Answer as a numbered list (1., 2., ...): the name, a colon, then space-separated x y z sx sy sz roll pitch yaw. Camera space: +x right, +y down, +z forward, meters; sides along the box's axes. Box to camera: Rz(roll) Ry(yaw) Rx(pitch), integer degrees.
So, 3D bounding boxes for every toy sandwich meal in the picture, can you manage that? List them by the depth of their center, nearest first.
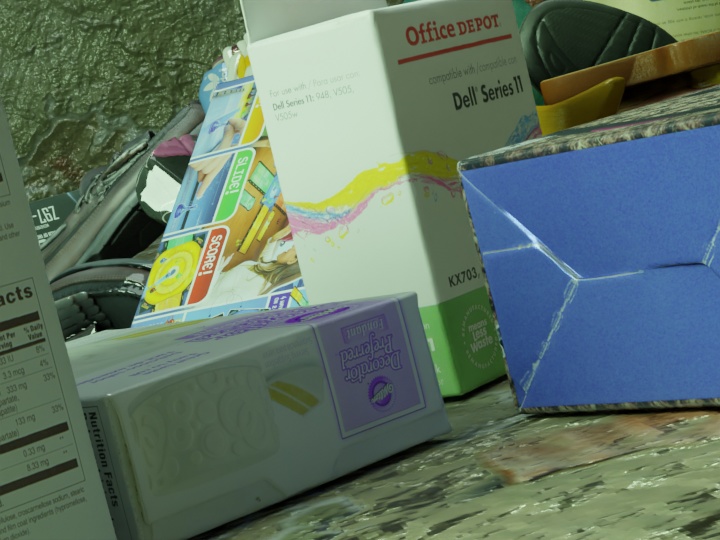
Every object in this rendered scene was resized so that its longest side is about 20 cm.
1. toy sandwich meal: 0.127 -0.083 1.112 0.205 0.070 0.205 -8 7 1

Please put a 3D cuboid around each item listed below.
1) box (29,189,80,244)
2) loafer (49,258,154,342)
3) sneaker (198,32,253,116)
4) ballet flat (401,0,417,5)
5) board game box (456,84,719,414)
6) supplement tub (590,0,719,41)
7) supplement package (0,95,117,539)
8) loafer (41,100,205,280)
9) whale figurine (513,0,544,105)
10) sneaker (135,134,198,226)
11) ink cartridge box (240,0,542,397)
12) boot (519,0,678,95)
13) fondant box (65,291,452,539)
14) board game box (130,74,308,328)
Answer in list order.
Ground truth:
1. box: -0.259 0.018 1.458 0.200 0.044 0.160 -17 -20 -37
2. loafer: -0.178 0.050 1.198 0.200 0.072 0.063 -18 22 34
3. sneaker: -0.041 -0.102 1.169 0.090 0.075 0.200 3 -38 -1
4. ballet flat: 0.034 -0.076 1.210 0.067 0.200 0.070 -30 40 -21
5. board game box: 0.166 -0.023 0.798 0.200 0.097 0.159 -18 6 -37
6. supplement tub: 0.204 -0.149 1.470 0.144 0.200 0.144 -8 5 1
7. supplement package: -0.197 0.023 0.685 0.151 0.200 0.152 -18 6 -43
8. loafer: -0.161 -0.031 1.342 0.200 0.063 0.072 -50 -14 11
9. whale figurine: 0.070 -0.090 1.472 0.104 0.200 0.159 15 -3 -13
10. sneaker: -0.070 -0.012 1.315 0.086 0.080 0.200 -48 -34 14
11. ink cartridge box: 0.022 -0.053 0.934 0.067 0.200 0.117 -10 6 35
12. boot: 0.174 -0.092 1.320 0.203 0.074 0.154 25 -3 -6
13. fondant box: -0.087 0.058 0.826 0.144 0.058 0.200 -18 7 -41
14. board game box: -0.029 -0.023 1.047 0.135 0.034 0.200 -11 44 29
